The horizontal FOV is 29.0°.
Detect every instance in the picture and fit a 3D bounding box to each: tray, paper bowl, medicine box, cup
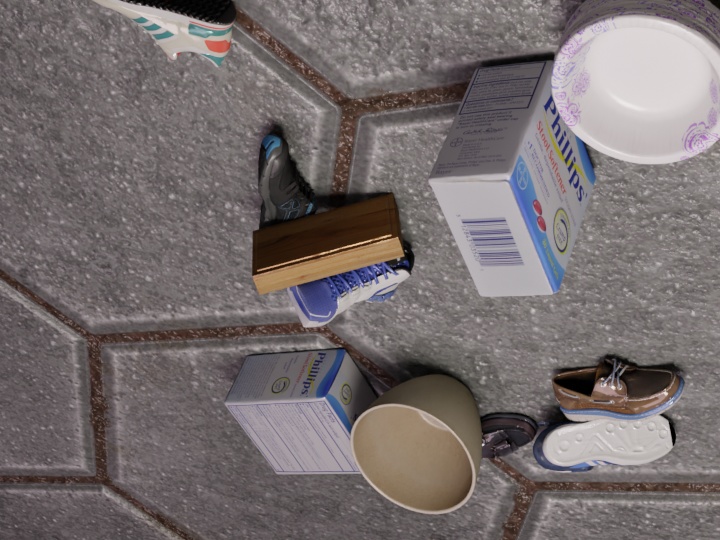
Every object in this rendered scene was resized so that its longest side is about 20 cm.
[{"bbox_3d":[-0.045,-0.036,1.829,0.197,0.099,0.037,-16,127,8],"label":"tray"},{"bbox_3d":[0.310,-0.221,1.494,0.198,0.105,0.202,14,139,12],"label":"paper bowl"},{"bbox_3d":[-0.080,0.226,2.196,0.198,0.104,0.183,-6,132,31],"label":"medicine box"},{"bbox_3d":[0.179,-0.105,1.601,0.102,0.201,0.183,-1,135,31],"label":"medicine box"},{"bbox_3d":[0.101,0.237,2.070,0.198,0.144,0.203,14,128,19],"label":"cup"}]

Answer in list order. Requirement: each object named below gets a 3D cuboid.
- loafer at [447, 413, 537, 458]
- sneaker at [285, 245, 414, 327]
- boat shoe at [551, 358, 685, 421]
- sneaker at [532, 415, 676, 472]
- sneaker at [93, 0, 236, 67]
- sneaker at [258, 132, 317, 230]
[{"bbox_3d":[0.182,0.271,2.145,0.198,0.063,0.072,-13,128,37],"label":"loafer"},{"bbox_3d":[0.001,0.000,1.853,0.115,0.198,0.081,-43,72,45],"label":"sneaker"},{"bbox_3d":[0.352,0.164,1.932,0.198,0.073,0.073,-15,126,38],"label":"boat shoe"},{"bbox_3d":[0.351,0.252,2.046,0.197,0.082,0.147,-7,171,-2],"label":"sneaker"},{"bbox_3d":[-0.250,-0.305,1.710,0.197,0.071,0.094,17,135,5],"label":"sneaker"},{"bbox_3d":[-0.097,-0.109,1.869,0.081,0.074,0.201,1,144,-1],"label":"sneaker"}]
